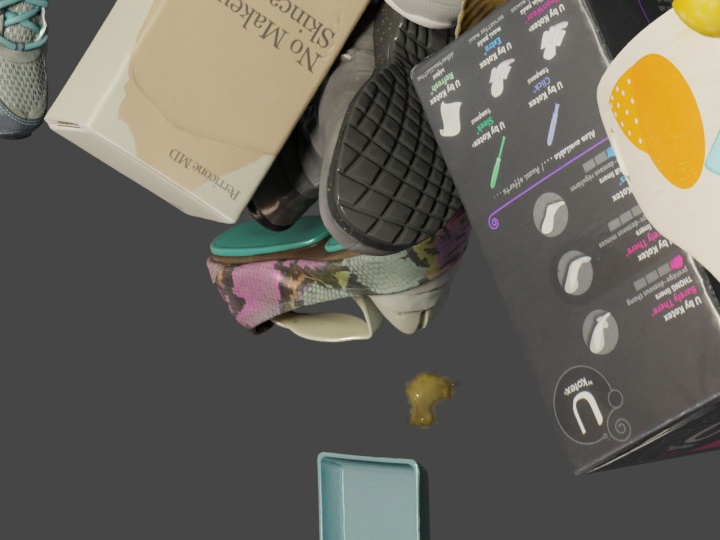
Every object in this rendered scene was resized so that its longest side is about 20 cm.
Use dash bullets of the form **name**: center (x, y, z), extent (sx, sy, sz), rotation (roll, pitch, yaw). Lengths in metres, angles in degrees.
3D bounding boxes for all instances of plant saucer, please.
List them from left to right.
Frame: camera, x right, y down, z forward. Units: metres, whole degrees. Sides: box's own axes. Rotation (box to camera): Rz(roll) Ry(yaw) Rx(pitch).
- **plant saucer**: center (0.010, 0.193, 1.321), extent (0.070, 0.019, 0.200), rotation (1, 93, 43)

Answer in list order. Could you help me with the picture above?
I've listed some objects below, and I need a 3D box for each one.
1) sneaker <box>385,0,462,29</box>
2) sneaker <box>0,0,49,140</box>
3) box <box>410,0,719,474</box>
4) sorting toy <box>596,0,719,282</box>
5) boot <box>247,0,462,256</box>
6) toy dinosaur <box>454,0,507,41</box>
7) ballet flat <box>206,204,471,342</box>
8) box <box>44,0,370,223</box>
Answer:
- **sneaker**: center (0.044, -0.211, 1.187), extent (0.082, 0.075, 0.200), rotation (-160, 74, -67)
- **sneaker**: center (-0.207, -0.174, 1.457), extent (0.086, 0.078, 0.200), rotation (-20, 80, 38)
- **box**: center (0.127, -0.025, 1.129), extent (0.106, 0.122, 0.200), rotation (-34, 70, 38)
- **sorting toy**: center (0.211, -0.033, 0.986), extent (0.200, 0.107, 0.180), rotation (-17, 73, 0)
- **boot**: center (-0.008, -0.052, 1.239), extent (0.070, 0.200, 0.132), rotation (39, 128, -17)
- **toy dinosaur**: center (0.069, -0.139, 1.141), extent (0.058, 0.200, 0.101), rotation (43, 101, 26)
- **ballet flat**: center (0.000, 0.000, 1.292), extent (0.200, 0.069, 0.071), rotation (-12, 110, 50)
- **box**: center (-0.056, -0.130, 1.243), extent (0.200, 0.095, 0.078), rotation (-61, 21, -7)
